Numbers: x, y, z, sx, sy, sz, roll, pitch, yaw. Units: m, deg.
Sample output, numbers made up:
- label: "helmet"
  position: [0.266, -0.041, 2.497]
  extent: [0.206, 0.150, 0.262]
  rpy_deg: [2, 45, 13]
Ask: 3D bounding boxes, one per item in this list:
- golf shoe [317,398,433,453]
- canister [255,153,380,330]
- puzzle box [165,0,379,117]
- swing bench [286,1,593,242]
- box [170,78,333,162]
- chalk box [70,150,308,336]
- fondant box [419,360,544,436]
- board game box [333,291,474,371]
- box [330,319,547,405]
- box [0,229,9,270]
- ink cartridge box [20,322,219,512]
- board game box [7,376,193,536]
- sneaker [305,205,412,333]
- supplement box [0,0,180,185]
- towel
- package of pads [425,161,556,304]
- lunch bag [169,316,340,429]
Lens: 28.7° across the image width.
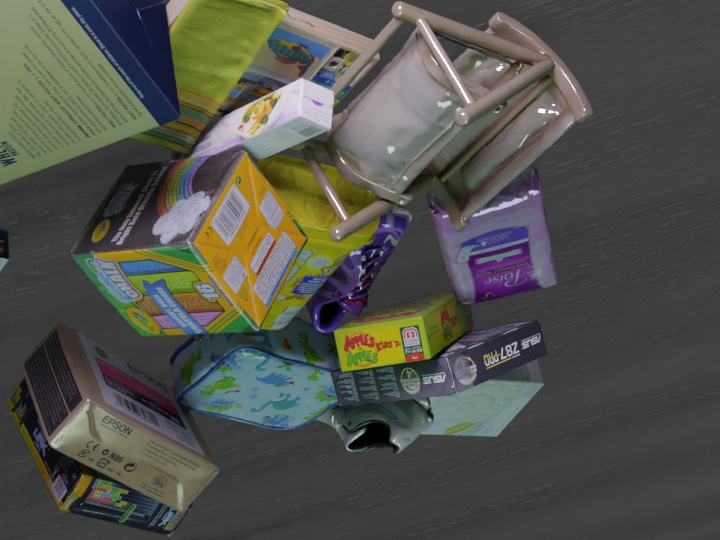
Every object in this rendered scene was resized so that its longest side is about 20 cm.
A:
- label: "golf shoe"
  position: [-0.012, 0.179, 1.747]
  extent: [0.200, 0.097, 0.078]
  rpy_deg: [1, 128, 34]
- label: "canister"
  position: [-0.092, -0.024, 1.476]
  extent: [0.148, 0.087, 0.200]
  rpy_deg: [11, 142, -29]
- label: "puzzle box"
  position: [-0.100, -0.189, 1.279]
  extent: [0.200, 0.025, 0.133]
  rpy_deg: [15, 139, -34]
- label: "swing bench"
  position: [0.070, -0.135, 1.311]
  extent: [0.200, 0.130, 0.199]
  rpy_deg: [-8, 153, -47]
- label: "box"
  position: [-0.104, -0.126, 1.305]
  extent: [0.041, 0.039, 0.200]
  rpy_deg: [20, 154, -37]
- label: "chalk box"
  position: [-0.177, -0.021, 1.337]
  extent: [0.200, 0.125, 0.124]
  rpy_deg: [-4, 136, 37]
- label: "fondant box"
  position: [0.116, 0.157, 1.836]
  extent: [0.200, 0.058, 0.144]
  rpy_deg: [6, 143, -23]
- label: "board game box"
  position: [0.053, 0.065, 1.577]
  extent: [0.101, 0.048, 0.200]
  rpy_deg: [-9, -176, 19]
- label: "box"
  position: [0.089, 0.107, 1.622]
  extent: [0.161, 0.049, 0.200]
  rpy_deg: [-15, -178, -42]
- label: "box"
  position: [-0.475, -0.009, 1.421]
  extent: [0.200, 0.038, 0.137]
  rpy_deg: [13, 139, -33]
- label: "ink cartridge box"
  position: [-0.273, 0.166, 1.599]
  extent: [0.075, 0.165, 0.200]
  rpy_deg: [-48, 128, 9]
- label: "board game box"
  position: [-0.309, 0.216, 1.665]
  extent: [0.165, 0.200, 0.057]
  rpy_deg: [23, 108, -43]
- label: "sneaker"
  position: [0.000, 0.000, 1.541]
  extent: [0.080, 0.084, 0.200]
  rpy_deg: [6, 142, -25]
- label: "supplement box"
  position: [-0.280, -0.192, 1.119]
  extent: [0.199, 0.134, 0.200]
  rpy_deg: [-19, 146, 11]
- label: "towel"
  position: [-0.146, -0.176, 1.245]
  extent: [0.086, 0.018, 0.200]
  rpy_deg: [11, 141, -32]
- label: "package of pads"
  position: [0.142, -0.046, 1.523]
  extent: [0.120, 0.076, 0.200]
  rpy_deg: [-12, 147, 6]
- label: "lunch bag"
  position: [-0.117, 0.120, 1.685]
  extent: [0.200, 0.083, 0.161]
  rpy_deg: [18, 136, -37]
